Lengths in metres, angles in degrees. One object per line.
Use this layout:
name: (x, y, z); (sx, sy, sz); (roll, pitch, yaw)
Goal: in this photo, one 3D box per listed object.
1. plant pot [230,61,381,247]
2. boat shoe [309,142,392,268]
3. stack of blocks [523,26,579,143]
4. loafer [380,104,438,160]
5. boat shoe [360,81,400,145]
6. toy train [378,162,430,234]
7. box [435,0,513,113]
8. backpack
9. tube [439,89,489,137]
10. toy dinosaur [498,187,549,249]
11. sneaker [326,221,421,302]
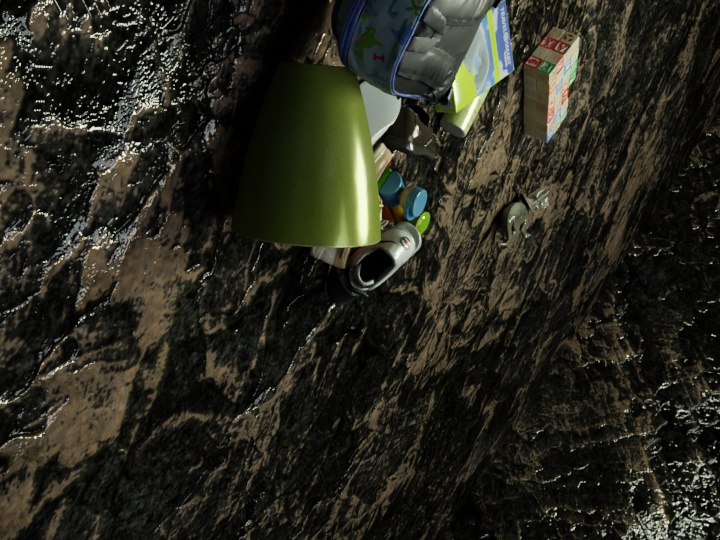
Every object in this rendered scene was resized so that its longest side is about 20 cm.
plant pot: (-0.058, -0.144, 1.084); (0.186, 0.185, 0.203); (-13, 111, -58)
boat shoe: (0.000, -0.090, 1.300); (0.201, 0.069, 0.074); (-57, -176, 26)
stack of blocks: (0.382, -0.370, 1.809); (0.116, 0.058, 0.201); (-51, 153, -22)
loafer: (0.085, -0.210, 1.349); (0.200, 0.072, 0.072); (-36, 145, -77)
boat shoe: (-0.012, -0.187, 1.245); (0.201, 0.070, 0.064); (-57, -171, -28)
toy train: (0.060, -0.092, 1.409); (0.085, 0.115, 0.200); (-54, 154, -13)
box: (0.181, -0.346, 1.426); (0.200, 0.047, 0.123); (-40, 129, -37)
backpack: (0.053, -0.295, 1.034); (0.185, 0.146, 0.200); (-62, 165, 21)
tube: (0.200, -0.324, 1.524); (0.202, 0.051, 0.058); (-62, -175, -10)
toy dinosaur: (0.340, -0.114, 2.004); (0.199, 0.076, 0.104); (-29, 128, -42)
sneaker: (0.000, 0.000, 1.362); (0.200, 0.074, 0.089); (-39, -176, 41)
